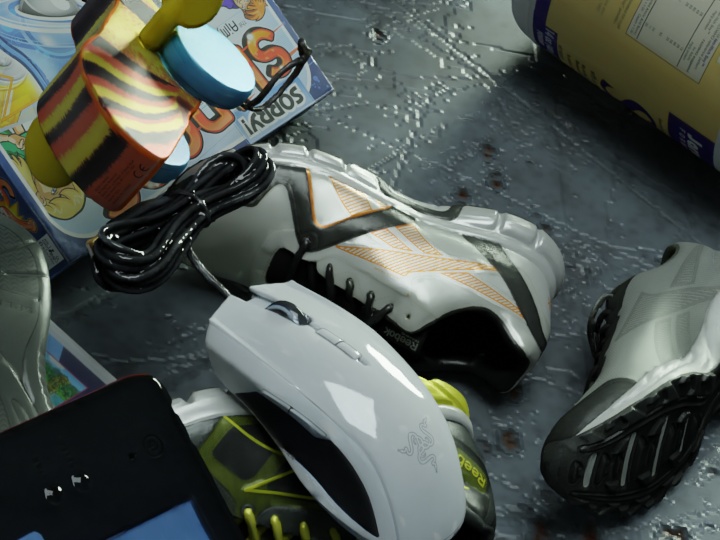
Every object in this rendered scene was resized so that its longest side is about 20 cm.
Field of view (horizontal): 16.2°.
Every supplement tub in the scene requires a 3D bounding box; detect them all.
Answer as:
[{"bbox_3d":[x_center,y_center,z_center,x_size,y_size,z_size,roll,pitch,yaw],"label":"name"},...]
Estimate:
[{"bbox_3d":[0.196,-0.135,1.335,0.200,0.146,0.145,37,47,19],"label":"supplement tub"}]

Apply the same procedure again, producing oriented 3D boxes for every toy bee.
[{"bbox_3d":[-0.107,-0.093,1.152,0.109,0.131,0.200,43,4,1],"label":"toy bee"}]

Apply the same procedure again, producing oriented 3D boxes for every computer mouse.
[{"bbox_3d":[-0.022,0.032,1.067,0.200,0.044,0.109,46,42,16],"label":"computer mouse"}]

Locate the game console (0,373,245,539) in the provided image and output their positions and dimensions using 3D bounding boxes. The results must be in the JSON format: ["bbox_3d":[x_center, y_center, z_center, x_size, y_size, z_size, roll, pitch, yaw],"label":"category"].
[{"bbox_3d":[-0.101,0.155,0.974,0.176,0.031,0.201,-24,83,-35],"label":"game console"}]

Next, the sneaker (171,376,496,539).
[{"bbox_3d":[-0.026,0.097,1.079,0.199,0.075,0.085,-10,50,-26],"label":"sneaker"}]

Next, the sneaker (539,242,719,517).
[{"bbox_3d":[0.133,0.048,1.193,0.079,0.074,0.200,26,37,22],"label":"sneaker"}]

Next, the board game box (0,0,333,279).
[{"bbox_3d":[-0.119,-0.096,1.232,0.200,0.034,0.136,-37,93,-41],"label":"board game box"}]

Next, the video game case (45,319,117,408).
[{"bbox_3d":[-0.212,0.056,1.099,0.200,0.023,0.182,39,48,22],"label":"video game case"}]

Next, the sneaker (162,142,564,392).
[{"bbox_3d":[0.000,0.000,1.188,0.199,0.074,0.080,13,45,-5],"label":"sneaker"}]

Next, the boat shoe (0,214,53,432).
[{"bbox_3d":[-0.169,0.065,1.050,0.074,0.065,0.203,18,45,-27],"label":"boat shoe"}]
